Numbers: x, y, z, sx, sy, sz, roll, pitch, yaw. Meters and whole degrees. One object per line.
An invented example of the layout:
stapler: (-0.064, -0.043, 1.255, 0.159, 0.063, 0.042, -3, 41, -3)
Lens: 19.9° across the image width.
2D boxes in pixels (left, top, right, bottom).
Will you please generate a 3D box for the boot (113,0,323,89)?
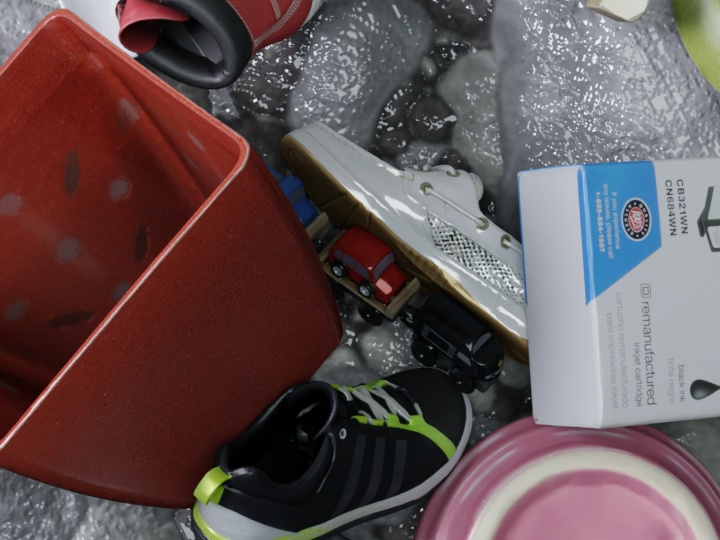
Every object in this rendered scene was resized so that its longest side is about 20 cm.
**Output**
boot: (-0.123, -0.185, 1.107, 0.200, 0.144, 0.072, 41, 126, 1)

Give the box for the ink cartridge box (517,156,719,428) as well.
ink cartridge box: (0.198, 0.008, 1.161, 0.200, 0.084, 0.146, -5, 90, -22)

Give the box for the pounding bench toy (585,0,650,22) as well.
pounding bench toy: (0.083, -0.236, 1.169, 0.156, 0.124, 0.200, -3, 89, -3)

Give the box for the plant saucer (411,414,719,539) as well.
plant saucer: (0.127, 0.177, 1.157, 0.200, 0.051, 0.201, 1, 80, -6)

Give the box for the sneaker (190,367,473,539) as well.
sneaker: (-0.008, 0.093, 1.116, 0.072, 0.083, 0.200, 36, 46, 28)

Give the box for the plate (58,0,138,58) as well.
plate: (-0.106, -0.244, 1.196, 0.199, 0.032, 0.200, -24, 90, 4)

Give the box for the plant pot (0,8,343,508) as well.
plant pot: (-0.129, 0.015, 1.106, 0.200, 0.200, 0.176, -49, 137, -4)

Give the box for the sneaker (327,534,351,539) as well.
sneaker: (-0.032, 0.200, 1.186, 0.200, 0.060, 0.104, 29, 83, -6)

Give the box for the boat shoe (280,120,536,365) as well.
boat shoe: (0.045, -0.029, 1.195, 0.200, 0.071, 0.069, 39, 78, -3)

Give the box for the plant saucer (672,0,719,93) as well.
plant saucer: (0.279, -0.175, 1.186, 0.200, 0.031, 0.200, -4, 71, 12)

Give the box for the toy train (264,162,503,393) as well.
toy train: (0.000, 0.000, 1.176, 0.200, 0.046, 0.034, 36, 56, 14)
